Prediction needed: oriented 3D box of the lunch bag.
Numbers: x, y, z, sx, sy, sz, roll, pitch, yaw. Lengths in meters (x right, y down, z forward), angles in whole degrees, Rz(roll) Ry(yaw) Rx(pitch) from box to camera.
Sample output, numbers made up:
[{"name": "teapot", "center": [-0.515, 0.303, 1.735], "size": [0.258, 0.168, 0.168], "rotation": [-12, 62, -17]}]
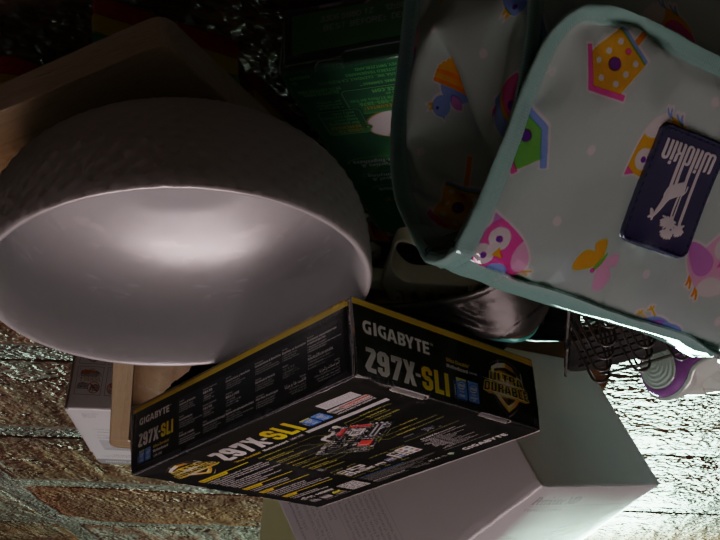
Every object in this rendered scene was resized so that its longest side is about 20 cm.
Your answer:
[{"name": "lunch bag", "center": [0.105, -0.073, 0.470], "size": [0.168, 0.203, 0.122], "rotation": [16, 155, -27]}]

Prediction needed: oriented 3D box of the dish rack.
[{"name": "dish rack", "center": [0.196, 0.019, 0.700], "size": [0.151, 0.055, 0.201], "rotation": [-15, 149, -1]}]

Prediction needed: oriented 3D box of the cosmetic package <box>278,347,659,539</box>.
[{"name": "cosmetic package", "center": [0.084, 0.165, 0.852], "size": [0.200, 0.124, 0.198], "rotation": [-44, 149, 23]}]

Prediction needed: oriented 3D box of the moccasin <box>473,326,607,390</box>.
[{"name": "moccasin", "center": [0.140, 0.052, 0.943], "size": [0.199, 0.079, 0.073], "rotation": [14, 170, -34]}]

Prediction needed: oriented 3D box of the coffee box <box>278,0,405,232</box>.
[{"name": "coffee box", "center": [0.041, -0.085, 0.653], "size": [0.121, 0.045, 0.200], "rotation": [-6, 155, 17]}]

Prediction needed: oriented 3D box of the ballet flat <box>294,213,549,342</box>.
[{"name": "ballet flat", "center": [0.013, -0.001, 0.666], "size": [0.197, 0.069, 0.069], "rotation": [0, 135, 14]}]

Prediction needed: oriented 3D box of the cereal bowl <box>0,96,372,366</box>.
[{"name": "cereal bowl", "center": [-0.093, -0.025, 0.579], "size": [0.197, 0.084, 0.201], "rotation": [-5, 153, -2]}]

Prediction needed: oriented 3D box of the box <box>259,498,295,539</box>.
[{"name": "box", "center": [0.003, 0.219, 1.211], "size": [0.197, 0.179, 0.097], "rotation": [-10, 154, 27]}]

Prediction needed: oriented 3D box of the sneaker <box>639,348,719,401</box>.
[{"name": "sneaker", "center": [0.325, 0.059, 0.949], "size": [0.098, 0.076, 0.200], "rotation": [-1, 166, -27]}]

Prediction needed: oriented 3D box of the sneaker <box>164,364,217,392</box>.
[{"name": "sneaker", "center": [-0.097, 0.089, 0.797], "size": [0.098, 0.070, 0.202], "rotation": [0, 136, -2]}]

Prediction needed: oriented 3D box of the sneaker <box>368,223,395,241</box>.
[{"name": "sneaker", "center": [0.000, 0.000, 0.808], "size": [0.199, 0.072, 0.097], "rotation": [24, 180, -39]}]

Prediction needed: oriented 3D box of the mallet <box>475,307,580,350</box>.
[{"name": "mallet", "center": [0.119, 0.039, 0.781], "size": [0.065, 0.042, 0.200], "rotation": [0, -176, 11]}]

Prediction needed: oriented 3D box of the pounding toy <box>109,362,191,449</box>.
[{"name": "pounding toy", "center": [-0.100, 0.058, 0.935], "size": [0.197, 0.144, 0.185], "rotation": [5, 143, -11]}]

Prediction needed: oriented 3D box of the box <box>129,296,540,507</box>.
[{"name": "box", "center": [-0.017, 0.088, 0.677], "size": [0.158, 0.050, 0.199], "rotation": [21, 144, -40]}]

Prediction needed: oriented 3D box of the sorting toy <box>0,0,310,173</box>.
[{"name": "sorting toy", "center": [-0.136, -0.072, 0.652], "size": [0.197, 0.071, 0.199], "rotation": [-17, 151, 22]}]

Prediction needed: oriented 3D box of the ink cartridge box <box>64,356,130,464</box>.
[{"name": "ink cartridge box", "center": [-0.181, 0.138, 1.152], "size": [0.196, 0.085, 0.176], "rotation": [4, 153, -1]}]
